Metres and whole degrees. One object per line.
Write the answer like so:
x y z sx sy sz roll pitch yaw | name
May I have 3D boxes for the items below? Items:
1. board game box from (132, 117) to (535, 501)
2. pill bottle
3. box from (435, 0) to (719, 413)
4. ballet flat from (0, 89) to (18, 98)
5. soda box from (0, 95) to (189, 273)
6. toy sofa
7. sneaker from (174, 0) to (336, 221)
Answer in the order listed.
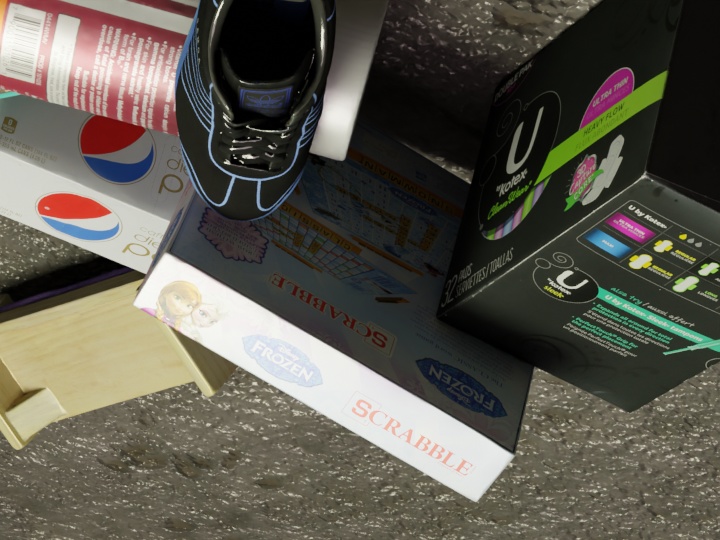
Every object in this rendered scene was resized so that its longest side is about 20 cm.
0.000 0.000 1.426 0.200 0.200 0.041 30 124 -7 | board game box
-0.092 -0.123 1.375 0.200 0.110 0.110 15 151 -1 | pill bottle
0.149 -0.044 1.361 0.124 0.149 0.200 25 149 -17 | box
-0.244 -0.112 1.518 0.200 0.069 0.071 -17 120 37 | ballet flat
-0.120 -0.044 1.570 0.200 0.064 0.068 22 149 -14 | soda box
-0.150 0.036 1.718 0.200 0.098 0.083 -17 113 43 | toy sofa
-0.050 -0.084 1.272 0.070 0.078 0.200 3 136 -4 | sneaker
